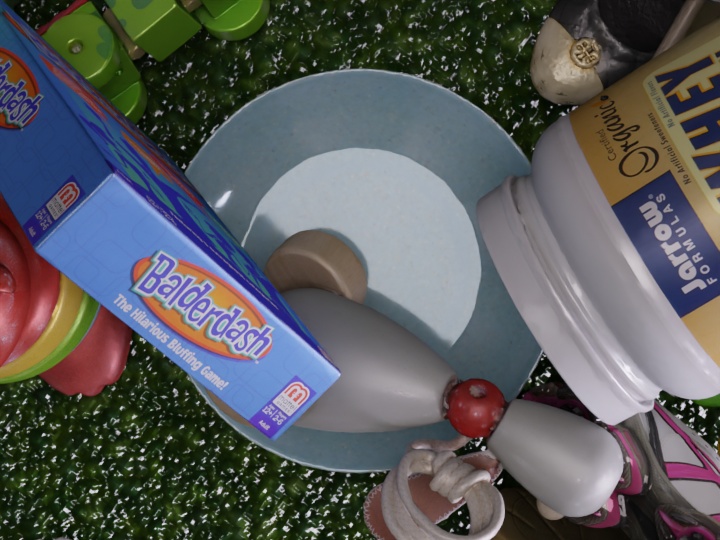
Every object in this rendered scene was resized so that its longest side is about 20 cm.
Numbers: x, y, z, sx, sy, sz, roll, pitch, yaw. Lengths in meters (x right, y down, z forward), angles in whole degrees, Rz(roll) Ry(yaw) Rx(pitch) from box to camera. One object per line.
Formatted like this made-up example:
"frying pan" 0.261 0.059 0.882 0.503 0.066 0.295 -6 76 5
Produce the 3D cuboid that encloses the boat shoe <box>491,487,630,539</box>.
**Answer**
"boat shoe" 0.140 0.173 0.861 0.200 0.072 0.066 25 125 -13

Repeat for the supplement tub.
"supplement tub" 0.166 -0.032 0.763 0.200 0.144 0.145 -33 92 15

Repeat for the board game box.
"board game box" -0.105 -0.031 0.732 0.045 0.200 0.152 -44 132 2

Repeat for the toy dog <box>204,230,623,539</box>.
"toy dog" 0.014 0.072 0.800 0.132 0.097 0.200 -27 57 -34

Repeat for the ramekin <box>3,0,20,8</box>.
"ramekin" -0.237 -0.193 0.817 0.199 0.098 0.201 2 101 10

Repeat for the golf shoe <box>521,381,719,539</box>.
"golf shoe" 0.163 0.124 0.815 0.200 0.092 0.073 54 131 24

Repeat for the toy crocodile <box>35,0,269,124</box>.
"toy crocodile" -0.109 -0.127 0.850 0.200 0.068 0.062 -37 70 0

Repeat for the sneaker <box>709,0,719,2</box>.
"sneaker" 0.137 -0.170 0.795 0.076 0.200 0.077 30 116 -26

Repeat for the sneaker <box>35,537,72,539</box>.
"sneaker" -0.103 0.211 0.850 0.200 0.091 0.078 28 93 0

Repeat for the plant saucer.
"plant saucer" 0.000 0.000 0.867 0.200 0.039 0.202 0 92 2

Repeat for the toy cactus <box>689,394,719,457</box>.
"toy cactus" 0.254 0.086 0.812 0.200 0.165 0.102 41 72 -6

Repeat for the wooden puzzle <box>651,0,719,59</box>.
"wooden puzzle" 0.237 -0.071 0.833 0.200 0.037 0.185 27 107 -6

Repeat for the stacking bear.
"stacking bear" -0.176 0.006 0.788 0.121 0.200 0.114 10 92 1

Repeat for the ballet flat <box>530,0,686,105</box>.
"ballet flat" 0.167 -0.151 0.849 0.200 0.057 0.067 -36 93 2
